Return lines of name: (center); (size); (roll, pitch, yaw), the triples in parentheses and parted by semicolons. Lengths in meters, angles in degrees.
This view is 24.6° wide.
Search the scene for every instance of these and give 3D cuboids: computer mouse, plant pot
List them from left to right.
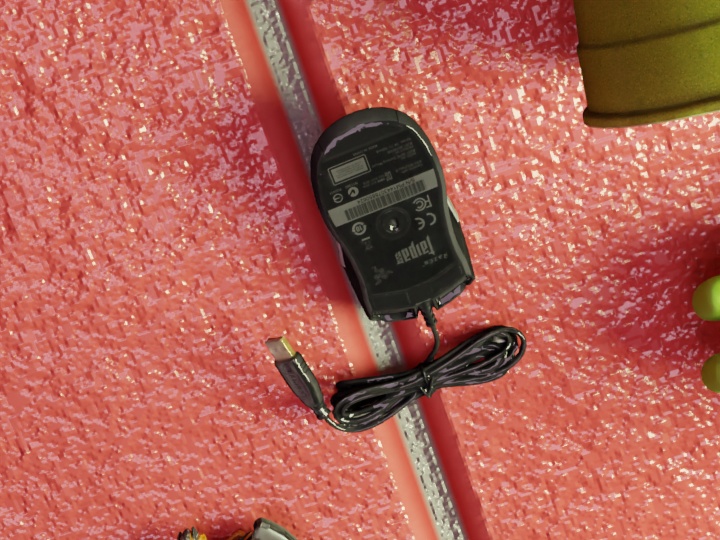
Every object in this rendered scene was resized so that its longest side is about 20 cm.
computer mouse: (0.000, 0.000, 0.958); (0.139, 0.046, 0.201); (-25, 121, 5)
plant pot: (0.183, -0.193, 0.816); (0.198, 0.200, 0.195); (-15, 100, 6)

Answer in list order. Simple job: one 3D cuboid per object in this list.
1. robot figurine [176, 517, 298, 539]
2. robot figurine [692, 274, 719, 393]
robot figurine: (-0.070, 0.252, 1.046); (0.144, 0.058, 0.201); (-21, 110, 7)
robot figurine: (0.291, 0.026, 0.927); (0.198, 0.116, 0.178); (-6, 82, 3)
